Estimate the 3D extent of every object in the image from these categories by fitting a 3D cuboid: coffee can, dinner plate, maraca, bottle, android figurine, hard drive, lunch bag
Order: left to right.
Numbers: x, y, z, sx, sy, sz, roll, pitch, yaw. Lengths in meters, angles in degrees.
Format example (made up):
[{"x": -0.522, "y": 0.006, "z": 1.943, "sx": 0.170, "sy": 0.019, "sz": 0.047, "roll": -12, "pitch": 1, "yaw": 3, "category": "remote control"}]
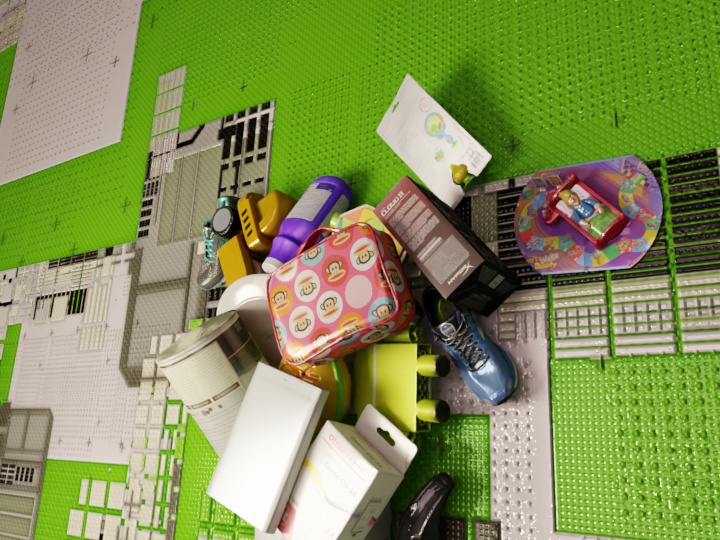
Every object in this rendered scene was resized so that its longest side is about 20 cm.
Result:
[{"x": -0.208, "y": 0.185, "z": 1.021, "sx": 0.146, "sy": 0.146, "sz": 0.201, "roll": -24, "pitch": 103, "yaw": 27, "category": "coffee can"}, {"x": -0.133, "y": 0.244, "z": 0.907, "sx": 0.131, "sy": 0.026, "sz": 0.201, "roll": 15, "pitch": 79, "yaw": 38, "category": "hard drive"}, {"x": -0.152, "y": 0.102, "z": 1.066, "sx": 0.199, "sy": 0.024, "sz": 0.201, "roll": 6, "pitch": 114, "yaw": 14, "category": "dinner plate"}, {"x": -0.091, "y": -0.071, "z": 1.082, "sx": 0.083, "sy": 0.065, "sz": 0.200, "roll": 5, "pitch": 53, "yaw": 44, "category": "bottle"}, {"x": -0.074, "y": 0.151, "z": 0.985, "sx": 0.137, "sy": 0.107, "sz": 0.201, "roll": -14, "pitch": 83, "yaw": 47, "category": "maraca"}, {"x": -0.037, "y": 0.025, "z": 0.892, "sx": 0.199, "sy": 0.082, "sz": 0.177, "roll": -27, "pitch": 69, "yaw": 23, "category": "lunch bag"}, {"x": 0.051, "y": 0.169, "z": 0.942, "sx": 0.200, "sy": 0.041, "sz": 0.183, "roll": -12, "pitch": 75, "yaw": 51, "category": "android figurine"}]

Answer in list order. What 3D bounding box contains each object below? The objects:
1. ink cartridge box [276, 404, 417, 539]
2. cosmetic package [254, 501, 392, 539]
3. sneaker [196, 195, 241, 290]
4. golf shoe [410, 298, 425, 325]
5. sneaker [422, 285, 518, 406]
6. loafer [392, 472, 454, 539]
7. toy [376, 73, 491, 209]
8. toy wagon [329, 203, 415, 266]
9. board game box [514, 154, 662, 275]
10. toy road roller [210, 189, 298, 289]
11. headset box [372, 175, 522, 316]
[{"x": -0.024, "y": 0.286, "z": 0.867, "sx": 0.116, "sy": 0.067, "sz": 0.200, "roll": 34, "pitch": 93, "yaw": 41, "category": "ink cartridge box"}, {"x": -0.056, "y": 0.366, "z": 0.955, "sx": 0.199, "sy": 0.090, "sz": 0.107, "roll": -17, "pitch": 63, "yaw": 33, "category": "cosmetic package"}, {"x": -0.274, "y": -0.059, "z": 1.236, "sx": 0.077, "sy": 0.091, "sz": 0.201, "roll": 29, "pitch": 93, "yaw": 38, "category": "sneaker"}, {"x": 0.006, "y": 0.043, "z": 0.960, "sx": 0.200, "sy": 0.077, "sz": 0.088, "roll": 29, "pitch": 98, "yaw": 31, "category": "golf shoe"}, {"x": 0.141, "y": 0.101, "z": 0.895, "sx": 0.079, "sy": 0.089, "sz": 0.200, "roll": -44, "pitch": 55, "yaw": 18, "category": "sneaker"}, {"x": 0.081, "y": 0.368, "z": 0.872, "sx": 0.070, "sy": 0.068, "sz": 0.201, "roll": 30, "pitch": 99, "yaw": 29, "category": "loafer"}, {"x": 0.120, "y": -0.203, "z": 1.021, "sx": 0.200, "sy": 0.047, "sz": 0.115, "roll": 53, "pitch": 132, "yaw": 24, "category": "toy"}, {"x": 0.000, "y": 0.000, "z": 1.025, "sx": 0.155, "sy": 0.040, "sz": 0.201, "roll": 24, "pitch": 90, "yaw": 17, "category": "toy wagon"}, {"x": 0.297, "y": -0.079, "z": 0.870, "sx": 0.199, "sy": 0.039, "sz": 0.159, "roll": -5, "pitch": 73, "yaw": 34, "category": "board game box"}, {"x": -0.164, "y": -0.050, "z": 1.135, "sx": 0.146, "sy": 0.123, "sz": 0.201, "roll": -32, "pitch": 60, "yaw": 23, "category": "toy road roller"}, {"x": 0.118, "y": -0.040, "z": 0.913, "sx": 0.075, "sy": 0.148, "sz": 0.200, "roll": -46, "pitch": 58, "yaw": 14, "category": "headset box"}]
